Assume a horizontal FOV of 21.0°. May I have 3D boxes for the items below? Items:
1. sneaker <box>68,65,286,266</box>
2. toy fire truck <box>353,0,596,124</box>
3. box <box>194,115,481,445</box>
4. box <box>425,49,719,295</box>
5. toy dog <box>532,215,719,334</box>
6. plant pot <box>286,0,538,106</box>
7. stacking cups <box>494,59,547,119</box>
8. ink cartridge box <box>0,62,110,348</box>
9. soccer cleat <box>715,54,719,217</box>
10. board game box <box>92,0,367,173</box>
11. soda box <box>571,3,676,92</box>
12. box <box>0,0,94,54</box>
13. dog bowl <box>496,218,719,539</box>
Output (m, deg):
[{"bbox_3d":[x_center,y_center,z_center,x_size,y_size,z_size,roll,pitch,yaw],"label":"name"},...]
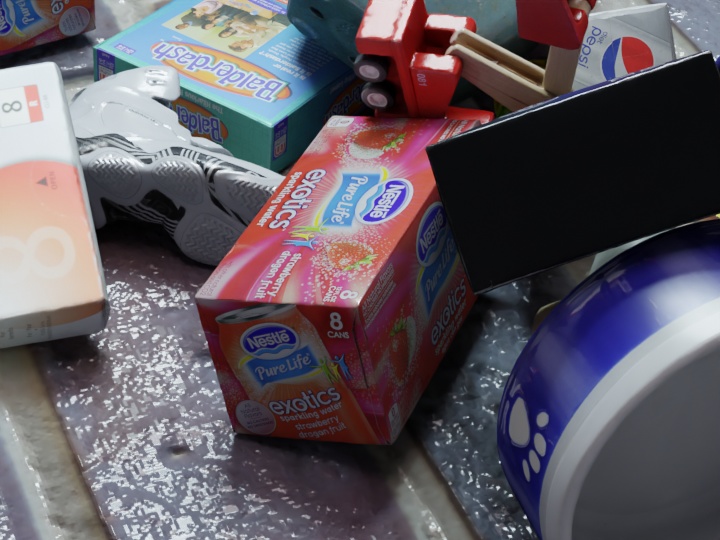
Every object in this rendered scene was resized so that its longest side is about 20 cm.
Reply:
[{"bbox_3d":[-0.111,-0.071,1.206,0.199,0.075,0.115,10,41,13],"label":"sneaker"},{"bbox_3d":[0.071,-0.114,1.129,0.141,0.200,0.049,8,56,18],"label":"toy fire truck"},{"bbox_3d":[0.000,0.000,1.094,0.099,0.096,0.200,3,35,25],"label":"box"},{"bbox_3d":[0.113,-0.051,0.976,0.141,0.079,0.200,-21,2,6],"label":"box"},{"bbox_3d":[0.176,0.004,1.119,0.132,0.096,0.200,-1,43,48],"label":"toy dog"},{"bbox_3d":[0.056,-0.218,1.253,0.196,0.196,0.200,37,78,1],"label":"plant pot"},{"bbox_3d":[0.107,-0.068,1.212,0.060,0.061,0.200,7,29,4],"label":"stacking cups"},{"bbox_3d":[-0.255,-0.029,1.105,0.199,0.050,0.163,-9,66,-14],"label":"ink cartridge box"},{"bbox_3d":[0.227,-0.071,1.232,0.065,0.084,0.200,10,38,8],"label":"soccer cleat"},{"bbox_3d":[-0.062,-0.150,1.340,0.152,0.045,0.200,26,42,25],"label":"board game box"},{"bbox_3d":[0.167,-0.127,1.224,0.063,0.068,0.200,-7,3,10],"label":"soda box"},{"bbox_3d":[-0.277,-0.243,1.387,0.100,0.096,0.200,-20,44,-27],"label":"box"},{"bbox_3d":[0.170,0.076,0.940,0.200,0.200,0.079,-11,38,-18],"label":"dog bowl"}]
